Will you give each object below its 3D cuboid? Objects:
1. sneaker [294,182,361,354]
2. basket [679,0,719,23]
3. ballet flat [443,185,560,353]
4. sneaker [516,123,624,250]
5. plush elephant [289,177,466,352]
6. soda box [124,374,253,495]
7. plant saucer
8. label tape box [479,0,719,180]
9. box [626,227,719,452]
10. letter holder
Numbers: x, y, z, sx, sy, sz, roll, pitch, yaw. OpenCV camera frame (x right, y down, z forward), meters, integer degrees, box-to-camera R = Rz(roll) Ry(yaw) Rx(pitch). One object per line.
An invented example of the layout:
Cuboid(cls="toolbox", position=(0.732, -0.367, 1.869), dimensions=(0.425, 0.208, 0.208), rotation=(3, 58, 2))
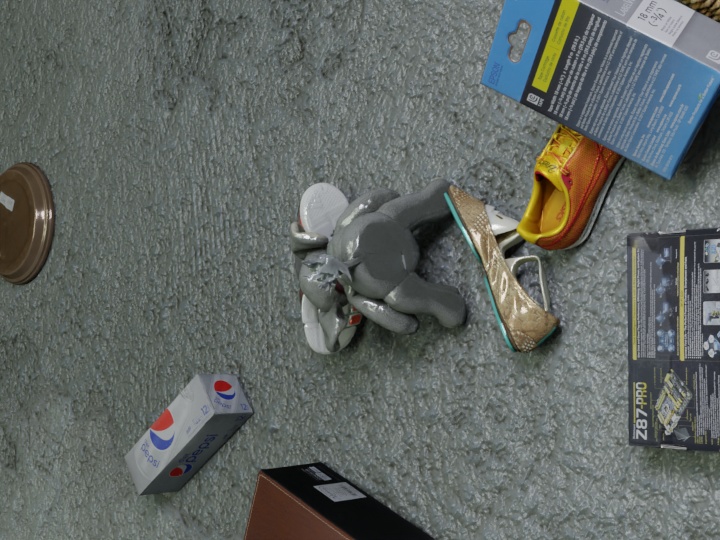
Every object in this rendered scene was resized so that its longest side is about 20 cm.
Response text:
Cuboid(cls="sneaker", position=(-0.042, 0.000, 1.470), dimensions=(0.082, 0.077, 0.201), rotation=(165, 105, -71))
Cuboid(cls="basket", position=(0.358, -0.313, 1.081), dimensions=(0.200, 0.149, 0.143), rotation=(-58, 19, 25))
Cuboid(cls="ballet flat", position=(0.151, -0.011, 1.279), dimensions=(0.065, 0.071, 0.200), rotation=(-27, 69, 11))
Cuboid(cls="sneaker", position=(0.213, -0.113, 1.203), dimensions=(0.073, 0.077, 0.200), rotation=(26, 104, 44))
Cuboid(cls="plush elephant", position=(0.000, 0.000, 1.359), dimensions=(0.155, 0.200, 0.165), rotation=(-20, 80, 61))
Cuboid(cls="soda box", position=(-0.228, 0.216, 1.626), dimensions=(0.200, 0.068, 0.064), rotation=(-47, 57, 33))
Cuboid(cls="plant saucer", position=(-0.559, -0.077, 2.002), dimensions=(0.200, 0.029, 0.201), rotation=(-4, 84, 46))
Cuboid(cls="label tape box", position=(0.221, -0.187, 1.105), dimensions=(0.200, 0.063, 0.144), rotation=(30, 147, 11))
Cuboid(cls="box", position=(0.317, 0.062, 1.107), dimensions=(0.161, 0.049, 0.201), rotation=(-4, 85, 43))
Cuboid(cls="letter holder", position=(-0.033, 0.328, 1.404), dimensions=(0.200, 0.100, 0.143), rotation=(26, 108, 43))
